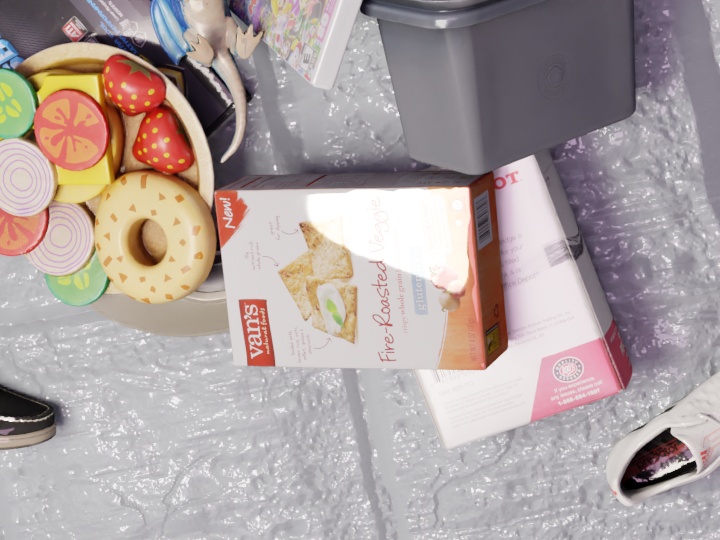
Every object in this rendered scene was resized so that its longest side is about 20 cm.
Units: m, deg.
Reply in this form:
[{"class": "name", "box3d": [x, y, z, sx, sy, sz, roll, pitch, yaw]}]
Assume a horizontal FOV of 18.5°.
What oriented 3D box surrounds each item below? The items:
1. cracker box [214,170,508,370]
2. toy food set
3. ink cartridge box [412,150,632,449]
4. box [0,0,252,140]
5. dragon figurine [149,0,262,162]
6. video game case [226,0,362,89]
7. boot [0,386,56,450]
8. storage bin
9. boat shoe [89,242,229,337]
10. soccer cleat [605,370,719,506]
[{"class": "cracker box", "box3d": [0.000, 0.000, 1.590, 0.199, 0.058, 0.134, 0, 105, 23]}, {"class": "toy food set", "box3d": [-0.202, -0.070, 1.646, 0.197, 0.049, 0.201, 0, 107, 21]}, {"class": "ink cartridge box", "box3d": [0.099, 0.012, 1.642, 0.146, 0.083, 0.200, -19, 97, 15]}, {"class": "box", "box3d": [-0.220, -0.139, 1.695, 0.198, 0.050, 0.200, -41, 91, 16]}, {"class": "dragon figurine", "box3d": [-0.118, -0.185, 1.620, 0.059, 0.099, 0.200, -23, 105, -14]}, {"class": "video game case", "box3d": [-0.038, -0.226, 1.572, 0.018, 0.200, 0.144, 11, 107, -26]}, {"class": "boot", "box3d": [-0.329, 0.053, 1.748, 0.199, 0.073, 0.151, 14, 104, 14]}, {"class": "storage bin", "box3d": [0.100, -0.157, 1.560, 0.145, 0.200, 0.135, 19, 123, 51]}, {"class": "boat shoe", "box3d": [-0.114, 0.007, 1.710, 0.199, 0.073, 0.063, -2, 59, 17]}, {"class": "soccer cleat", "box3d": [0.266, 0.111, 1.628, 0.200, 0.085, 0.069, -33, 94, 16]}]
